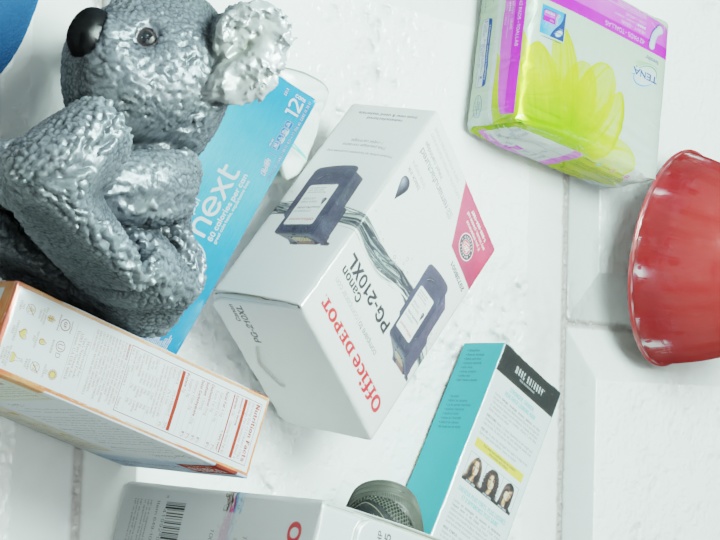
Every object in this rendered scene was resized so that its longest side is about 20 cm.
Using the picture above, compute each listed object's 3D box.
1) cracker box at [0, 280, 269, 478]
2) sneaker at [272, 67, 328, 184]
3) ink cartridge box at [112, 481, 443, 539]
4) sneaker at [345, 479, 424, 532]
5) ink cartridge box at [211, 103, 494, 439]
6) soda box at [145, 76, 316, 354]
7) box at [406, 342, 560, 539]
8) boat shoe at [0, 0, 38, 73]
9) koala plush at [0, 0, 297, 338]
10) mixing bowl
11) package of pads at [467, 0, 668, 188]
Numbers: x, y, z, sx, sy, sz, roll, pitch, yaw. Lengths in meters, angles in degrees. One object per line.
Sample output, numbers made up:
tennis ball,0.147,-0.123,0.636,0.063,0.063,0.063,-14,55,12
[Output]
cracker box,-0.173,0.068,1.006,0.200,0.134,0.058,30,68,-39
sneaker,-0.101,-0.115,1.130,0.200,0.070,0.081,19,78,-42
ink cartridge box,-0.056,0.229,1.065,0.146,0.200,0.147,26,71,-40
sneaker,0.021,0.264,1.195,0.114,0.076,0.200,-54,136,-58
ink cartridge box,0.000,0.000,1.192,0.200,0.084,0.145,-55,137,-31
soda box,-0.114,-0.044,1.069,0.064,0.068,0.200,30,89,-39
box,0.088,0.163,1.310,0.082,0.049,0.200,41,61,-34
boat shoe,-0.233,-0.178,1.004,0.200,0.069,0.084,-59,138,-13
koala plush,-0.139,-0.083,0.972,0.184,0.177,0.200,46,60,-40
mixing bowl,0.332,-0.005,1.481,0.200,0.108,0.201,-18,112,-53
package of pads,0.181,-0.163,1.404,0.200,0.068,0.155,16,77,-42
